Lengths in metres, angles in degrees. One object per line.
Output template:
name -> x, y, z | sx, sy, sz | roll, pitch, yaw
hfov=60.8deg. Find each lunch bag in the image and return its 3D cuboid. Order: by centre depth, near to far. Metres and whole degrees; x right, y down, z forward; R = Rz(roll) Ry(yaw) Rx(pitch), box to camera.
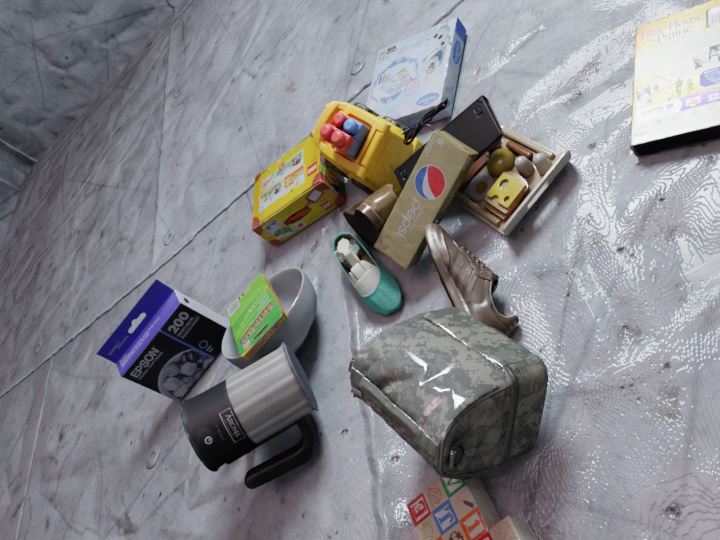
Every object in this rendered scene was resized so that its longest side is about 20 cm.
lunch bag -> 0.097, 0.145, 0.738 | 0.199, 0.164, 0.144 | 34, 124, 49

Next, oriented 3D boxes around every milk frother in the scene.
milk frother -> -0.167, 0.220, 0.995 | 0.184, 0.184, 0.200 | -27, 24, -3

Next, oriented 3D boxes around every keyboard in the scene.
keyboard -> 0.129, -0.204, 0.981 | 0.198, 0.020, 0.130 | -36, 69, 35

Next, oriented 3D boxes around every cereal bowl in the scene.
cereal bowl -> -0.149, 0.097, 1.088 | 0.198, 0.083, 0.202 | -35, 27, 21

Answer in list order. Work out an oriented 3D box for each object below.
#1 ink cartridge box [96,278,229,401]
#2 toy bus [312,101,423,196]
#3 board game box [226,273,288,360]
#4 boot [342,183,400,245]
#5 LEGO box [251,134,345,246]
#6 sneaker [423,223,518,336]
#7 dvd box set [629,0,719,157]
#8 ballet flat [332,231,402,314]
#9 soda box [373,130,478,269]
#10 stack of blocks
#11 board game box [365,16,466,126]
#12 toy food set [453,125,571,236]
ink cartridge box -> -0.382, 0.144, 1.217 | 0.199, 0.199, 0.044 | -49, 38, 7
toy bus -> -0.018, -0.231, 1.083 | 0.198, 0.190, 0.138 | 36, 101, 32
board game box -> -0.177, 0.076, 1.036 | 0.096, 0.030, 0.200 | -46, 23, 0
boot -> 0.022, -0.096, 1.041 | 0.076, 0.074, 0.200 | -45, 8, -10
LEGO box -> -0.129, -0.168, 1.264 | 0.197, 0.077, 0.152 | -29, 47, 29
sneaker -> 0.154, 0.012, 0.867 | 0.074, 0.071, 0.204 | -23, 64, 5
dvd box set -> 0.430, -0.255, 0.798 | 0.144, 0.029, 0.206 | -9, 59, 42
ballet flat -> 0.000, 0.000, 1.030 | 0.068, 0.070, 0.201 | -49, 41, 11
soda box -> 0.099, -0.107, 0.943 | 0.067, 0.064, 0.203 | 33, 112, 13
stack of blocks -> 0.141, 0.324, 0.684 | 0.115, 0.058, 0.202 | -43, 42, 15
board game box -> 0.101, -0.366, 1.190 | 0.196, 0.043, 0.205 | -7, 60, 42
toy food set -> 0.205, -0.156, 0.935 | 0.145, 0.060, 0.200 | -51, 40, 6
